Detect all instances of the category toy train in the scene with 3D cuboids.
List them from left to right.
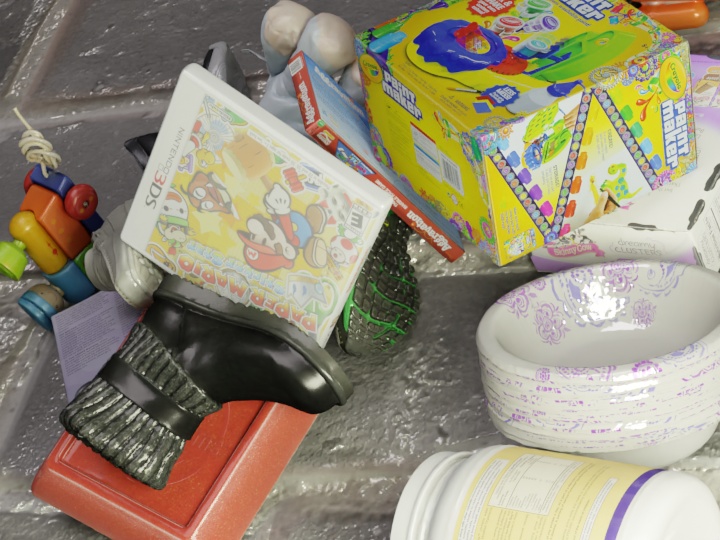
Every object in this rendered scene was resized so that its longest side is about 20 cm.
[{"bbox_3d":[-0.303,-0.043,1.879,0.084,0.200,0.116,21,66,43],"label":"toy train"}]

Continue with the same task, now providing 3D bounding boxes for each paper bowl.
[{"bbox_3d":[0.189,0.077,1.495,0.198,0.105,0.201,-9,21,3],"label":"paper bowl"}]

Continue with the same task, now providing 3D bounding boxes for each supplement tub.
[{"bbox_3d":[0.134,0.199,1.401,0.198,0.146,0.146,6,52,35],"label":"supplement tub"}]

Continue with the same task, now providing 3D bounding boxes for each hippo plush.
[{"bbox_3d":[-0.073,-0.139,1.865,0.199,0.160,0.161,12,55,38],"label":"hippo plush"}]

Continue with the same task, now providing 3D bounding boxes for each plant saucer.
[{"bbox_3d":[-0.153,0.131,1.677,0.198,0.037,0.201,23,70,29],"label":"plant saucer"}]

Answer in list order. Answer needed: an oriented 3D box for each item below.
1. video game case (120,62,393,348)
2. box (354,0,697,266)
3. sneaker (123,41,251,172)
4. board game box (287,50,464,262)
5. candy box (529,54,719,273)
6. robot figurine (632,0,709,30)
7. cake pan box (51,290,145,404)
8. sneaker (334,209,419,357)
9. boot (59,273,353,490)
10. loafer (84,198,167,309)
[{"bbox_3d":[-0.088,-0.041,1.645,0.199,0.183,0.023,34,37,11],"label":"video game case"},{"bbox_3d":[0.130,-0.133,1.620,0.191,0.123,0.200,-25,38,-18],"label":"box"},{"bbox_3d":[-0.170,-0.141,1.990,0.113,0.076,0.201,-15,45,14],"label":"sneaker"},{"bbox_3d":[0.014,-0.096,1.738,0.019,0.200,0.103,-36,37,18],"label":"board game box"},{"bbox_3d":[0.243,-0.086,1.686,0.167,0.072,0.201,7,52,36],"label":"candy box"},{"bbox_3d":[0.276,-0.302,1.837,0.198,0.145,0.117,2,46,28],"label":"robot figurine"},{"bbox_3d":[-0.169,0.066,1.798,0.199,0.052,0.185,-28,42,3],"label":"cake pan box"},{"bbox_3d":[0.000,0.000,1.757,0.085,0.078,0.201,-29,36,28],"label":"sneaker"},{"bbox_3d":[-0.122,0.106,1.611,0.210,0.080,0.158,21,67,33],"label":"boot"},{"bbox_3d":[-0.205,-0.005,1.787,0.070,0.070,0.200,-38,16,5],"label":"loafer"}]
